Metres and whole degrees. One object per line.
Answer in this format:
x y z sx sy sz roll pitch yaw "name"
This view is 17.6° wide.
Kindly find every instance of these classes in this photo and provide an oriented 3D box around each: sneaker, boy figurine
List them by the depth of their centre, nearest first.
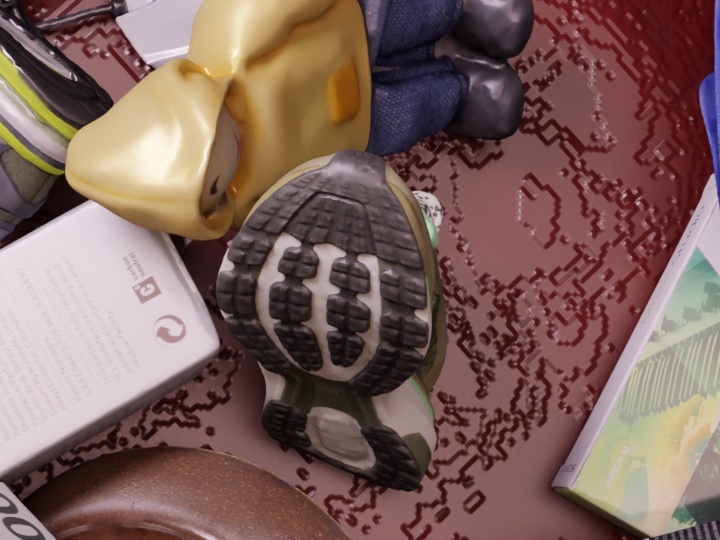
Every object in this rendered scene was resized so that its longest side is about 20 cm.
-0.020 -0.065 0.814 0.064 0.200 0.125 22 118 31 "boy figurine"
0.000 0.000 0.816 0.076 0.200 0.089 16 64 8 "sneaker"
-0.177 -0.081 0.828 0.200 0.074 0.081 40 98 27 "sneaker"

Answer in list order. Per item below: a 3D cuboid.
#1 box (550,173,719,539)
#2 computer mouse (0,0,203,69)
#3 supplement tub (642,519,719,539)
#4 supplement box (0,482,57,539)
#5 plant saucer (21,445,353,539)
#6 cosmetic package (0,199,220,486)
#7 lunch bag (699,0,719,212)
0.193 0.070 0.901 0.199 0.036 0.145 29 81 -2 "box"
-0.058 -0.115 0.885 0.199 0.044 0.110 -18 85 -9 "computer mouse"
0.104 0.158 0.822 0.199 0.123 0.123 -17 85 7 "supplement tub"
-0.137 0.187 0.752 0.073 0.126 0.201 -2 119 -42 "supplement box"
-0.076 0.161 0.805 0.199 0.034 0.202 -3 83 24 "plant saucer"
-0.153 0.051 0.825 0.199 0.102 0.074 -28 87 -11 "cosmetic package"
0.225 -0.093 0.880 0.169 0.127 0.201 9 72 -7 "lunch bag"
